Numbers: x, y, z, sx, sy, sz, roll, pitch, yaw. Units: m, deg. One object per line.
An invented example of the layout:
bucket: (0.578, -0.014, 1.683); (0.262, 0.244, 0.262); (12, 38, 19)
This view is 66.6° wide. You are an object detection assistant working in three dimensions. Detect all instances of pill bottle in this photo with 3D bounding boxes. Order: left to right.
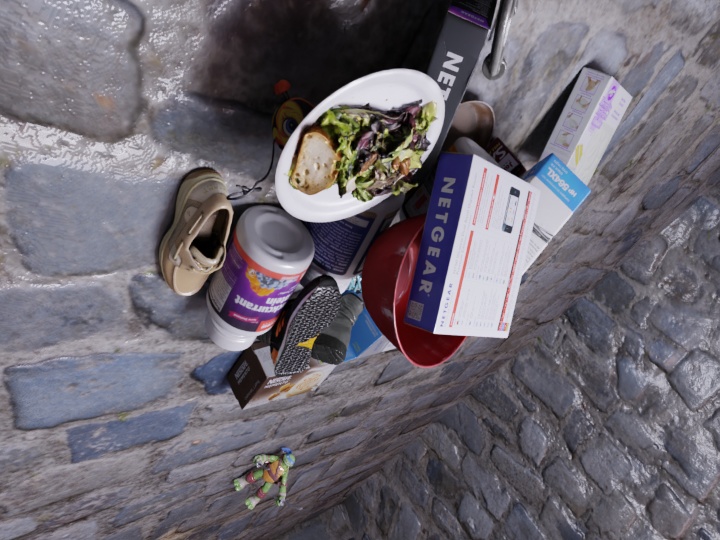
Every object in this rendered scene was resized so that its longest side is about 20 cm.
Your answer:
pill bottle: (-0.151, 0.019, 0.769); (0.109, 0.113, 0.202); (-8, 143, -43)
pill bottle: (-0.024, -0.061, 0.784); (0.113, 0.117, 0.202); (-12, 146, -38)
pill bottle: (0.130, -0.093, 0.849); (0.200, 0.118, 0.115); (-47, 152, 25)

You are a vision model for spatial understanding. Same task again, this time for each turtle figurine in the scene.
turtle figurine: (-0.281, 0.620, 1.601); (0.192, 0.202, 0.144); (-37, 121, 15)

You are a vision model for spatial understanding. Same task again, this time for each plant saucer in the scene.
plant saucer: (0.121, -0.185, 0.850); (0.196, 0.032, 0.202); (-28, 153, -15)

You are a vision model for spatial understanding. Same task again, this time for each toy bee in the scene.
toy bee: (-0.051, -0.153, 0.598); (0.197, 0.129, 0.112); (-23, 110, -38)

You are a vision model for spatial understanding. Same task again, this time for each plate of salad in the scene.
plate of salad: (0.007, -0.111, 0.557); (0.196, 0.049, 0.202); (-26, 154, -14)

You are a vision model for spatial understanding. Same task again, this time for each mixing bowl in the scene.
mixing bowl: (0.072, 0.013, 0.729); (0.197, 0.107, 0.207); (-16, 113, -42)

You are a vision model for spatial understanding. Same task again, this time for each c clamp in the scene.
c clamp: (0.165, -0.287, 0.611); (0.174, 0.026, 0.203); (96, 12, -48)

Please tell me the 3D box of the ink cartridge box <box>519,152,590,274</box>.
ink cartridge box: (0.234, -0.062, 0.845); (0.201, 0.084, 0.146); (-48, 180, -6)

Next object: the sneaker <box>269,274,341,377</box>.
sneaker: (-0.095, 0.066, 0.810); (0.068, 0.091, 0.203); (-1, 135, -33)

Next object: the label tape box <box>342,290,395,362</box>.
label tape box: (0.014, 0.079, 1.034); (0.197, 0.146, 0.064); (-7, 145, -45)

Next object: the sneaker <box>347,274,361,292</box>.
sneaker: (0.000, 0.000, 0.951); (0.196, 0.087, 0.078); (-25, 153, -22)

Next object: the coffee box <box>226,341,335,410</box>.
coffee box: (-0.153, 0.198, 1.107); (0.197, 0.081, 0.115); (-2, 140, -49)

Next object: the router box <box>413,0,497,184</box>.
router box: (0.099, -0.226, 0.631); (0.202, 0.050, 0.151); (109, 1, -49)

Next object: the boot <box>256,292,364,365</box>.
boot: (-0.097, 0.074, 0.952); (0.068, 0.195, 0.133); (111, -2, -51)

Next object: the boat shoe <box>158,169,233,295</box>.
boat shoe: (-0.203, -0.027, 0.680); (0.070, 0.065, 0.202); (-15, 147, -35)

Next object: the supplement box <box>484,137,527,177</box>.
supplement box: (0.237, -0.156, 0.969); (0.109, 0.061, 0.199); (-44, 165, 17)

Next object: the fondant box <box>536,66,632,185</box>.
fondant box: (0.404, -0.244, 1.000); (0.142, 0.058, 0.205); (-1, 117, -51)

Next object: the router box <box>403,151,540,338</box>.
router box: (0.145, -0.024, 0.682); (0.177, 0.048, 0.206); (10, 94, -47)
